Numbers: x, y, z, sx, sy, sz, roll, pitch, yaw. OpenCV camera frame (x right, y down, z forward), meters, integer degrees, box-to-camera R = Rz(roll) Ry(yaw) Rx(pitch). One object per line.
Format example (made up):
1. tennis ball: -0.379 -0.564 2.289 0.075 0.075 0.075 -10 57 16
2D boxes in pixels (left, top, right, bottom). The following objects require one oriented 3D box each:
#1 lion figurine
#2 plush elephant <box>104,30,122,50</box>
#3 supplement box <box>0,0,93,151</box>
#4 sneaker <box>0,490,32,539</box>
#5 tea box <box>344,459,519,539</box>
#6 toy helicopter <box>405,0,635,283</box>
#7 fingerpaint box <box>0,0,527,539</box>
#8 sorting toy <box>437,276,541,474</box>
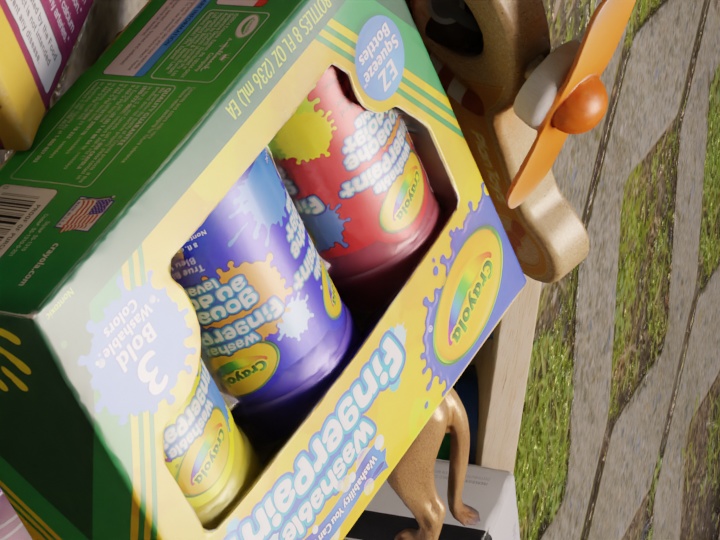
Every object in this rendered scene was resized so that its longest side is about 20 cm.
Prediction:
1. lion figurine: -0.019 0.053 1.241 0.073 0.200 0.123 -92 -158 -52
2. plush elephant: -0.054 -0.156 1.066 0.155 0.164 0.200 8 100 -54
3. supplement box: -0.137 -0.158 0.887 0.131 0.103 0.200 70 33 -51
4. sneaker: -0.113 0.090 1.083 0.080 0.088 0.201 -28 124 -70
5. tea box: -0.001 0.229 1.403 0.197 0.133 0.200 -63 154 -45
6. toy helicopter: 0.052 -0.066 0.997 0.079 0.132 0.200 -44 137 -20
7. fingerpaint box: -0.042 0.006 0.919 0.200 0.073 0.167 -52 133 -33
8. sorting toy: 0.047 0.017 1.466 0.199 0.069 0.200 -91 -174 -52
